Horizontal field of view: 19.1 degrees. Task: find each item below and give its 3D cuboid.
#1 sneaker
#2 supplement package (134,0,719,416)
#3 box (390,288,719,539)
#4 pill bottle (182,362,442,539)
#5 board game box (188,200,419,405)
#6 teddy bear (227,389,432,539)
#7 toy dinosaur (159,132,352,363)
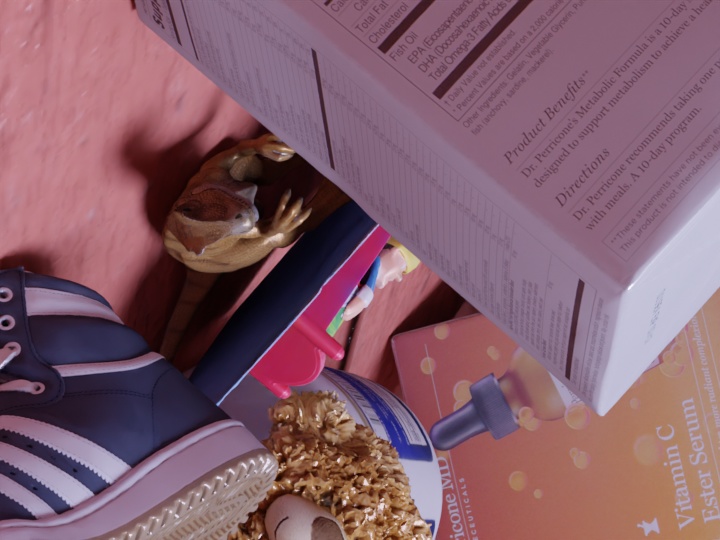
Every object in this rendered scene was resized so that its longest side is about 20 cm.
[{"bbox_3d":[-0.126,0.065,0.688,0.199,0.109,0.070,-19,148,-51],"label":"sneaker"},{"bbox_3d":[0.033,-0.075,0.620,0.110,0.200,0.114,-45,164,-13],"label":"supplement package"},{"bbox_3d":[0.139,0.085,1.202,0.199,0.154,0.106,-15,175,21],"label":"box"},{"bbox_3d":[-0.026,0.105,1.013,0.120,0.120,0.200,-51,164,4],"label":"pill bottle"},{"bbox_3d":[0.000,0.000,0.865,0.200,0.039,0.158,-49,-172,10],"label":"board game box"},{"bbox_3d":[-0.070,0.133,0.881,0.198,0.146,0.067,-13,175,12],"label":"teddy bear"},{"bbox_3d":[-0.053,-0.017,0.819,0.106,0.061,0.200,-35,170,-13],"label":"toy dinosaur"}]
